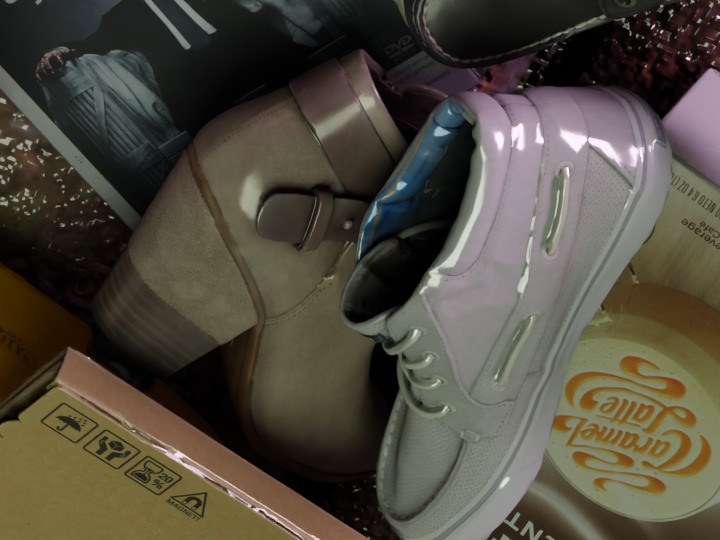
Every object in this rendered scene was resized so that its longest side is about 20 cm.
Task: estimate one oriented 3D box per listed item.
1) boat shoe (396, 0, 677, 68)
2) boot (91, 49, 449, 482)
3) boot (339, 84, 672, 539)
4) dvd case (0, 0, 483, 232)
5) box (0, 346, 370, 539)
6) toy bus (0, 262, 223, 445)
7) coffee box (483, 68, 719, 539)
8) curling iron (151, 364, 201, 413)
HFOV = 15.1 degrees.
[{"bbox_3d":[0.100,-0.125,0.919,0.199,0.065,0.072,-27,119,14],"label":"boat shoe"},{"bbox_3d":[0.000,0.000,1.010,0.146,0.071,0.200,-39,145,17],"label":"boot"},{"bbox_3d":[0.027,0.018,0.957,0.095,0.074,0.201,1,124,-36],"label":"boot"},{"bbox_3d":[-0.071,-0.106,0.970,0.150,0.025,0.200,-29,122,21],"label":"dvd case"},{"bbox_3d":[-0.076,0.122,1.028,0.199,0.021,0.163,34,134,-21],"label":"box"},{"bbox_3d":[-0.145,0.044,1.040,0.200,0.065,0.078,37,135,-17],"label":"toy bus"},{"bbox_3d":[0.116,0.042,1.023,0.114,0.080,0.201,35,124,7],"label":"coffee box"},{"bbox_3d":[-0.053,0.101,1.127,0.049,0.026,0.200,-17,126,27],"label":"curling iron"}]
